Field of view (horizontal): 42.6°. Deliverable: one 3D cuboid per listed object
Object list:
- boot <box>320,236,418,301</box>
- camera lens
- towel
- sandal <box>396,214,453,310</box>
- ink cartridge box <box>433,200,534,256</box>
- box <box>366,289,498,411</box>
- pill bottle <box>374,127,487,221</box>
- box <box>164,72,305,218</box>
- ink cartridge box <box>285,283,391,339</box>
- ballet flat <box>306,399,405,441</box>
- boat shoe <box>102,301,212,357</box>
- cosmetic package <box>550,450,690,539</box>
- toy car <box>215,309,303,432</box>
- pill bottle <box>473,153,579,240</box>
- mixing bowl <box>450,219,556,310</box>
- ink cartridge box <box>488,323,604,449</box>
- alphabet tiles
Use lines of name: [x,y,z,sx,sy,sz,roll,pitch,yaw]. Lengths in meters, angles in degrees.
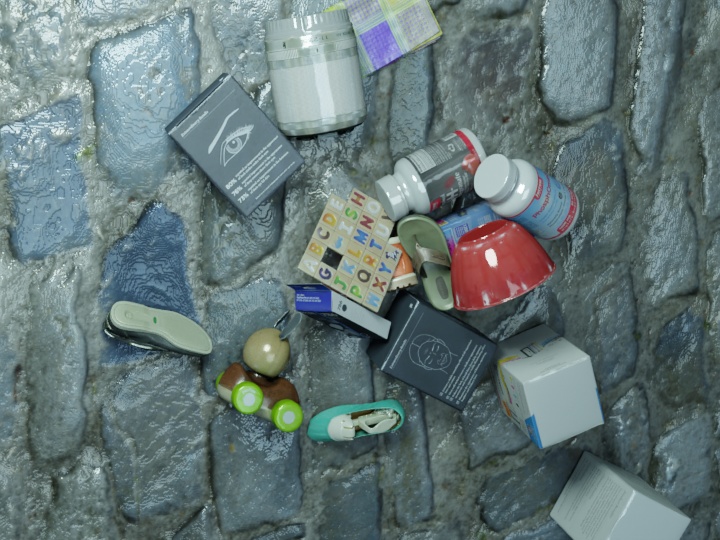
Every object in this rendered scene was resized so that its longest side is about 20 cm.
boot: [0.000,0.000,1.733,0.197,0.075,0.109,-15,86,-6]
camera lens: [-0.077,-0.332,1.577,0.158,0.160,0.203,-13,106,-13]
towel: [0.039,-0.442,1.659,0.198,0.023,0.145,-28,109,-9]
sandal: [0.132,-0.013,1.696,0.079,0.057,0.203,-23,108,13]
ink cartridge box: [0.234,-0.057,1.779,0.198,0.076,0.138,-22,108,-12]
box: [0.137,0.152,1.779,0.198,0.107,0.150,29,94,-21]
pill bottle: [0.130,-0.171,1.701,0.198,0.111,0.112,-28,109,-9]
box: [-0.217,-0.216,1.591,0.148,0.104,0.200,-42,110,-3]
ink cartridge box: [-0.043,0.076,1.677,0.199,0.099,0.040,31,68,-41]
ballet flat: [-0.005,0.294,1.789,0.197,0.070,0.068,-11,106,-13]
boat shoe: [-0.362,0.113,1.655,0.198,0.072,0.068,20,133,-26]
cosmetic package: [0.537,0.515,1.932,0.165,0.200,0.169,28,95,-20]
toy car: [-0.156,0.167,1.677,0.156,0.164,0.202,27,83,-20]
pill bottle: [0.301,-0.136,1.682,0.199,0.108,0.110,23,96,-38]
mixing bowl: [0.237,-0.021,1.648,0.198,0.200,0.109,-27,102,-9]
ink cartridge box: [0.356,0.223,1.811,0.143,0.200,0.149,-21,108,-9]
alphabet tiles: [-0.005,-0.047,1.683,0.166,0.008,0.202,28,63,-10]
